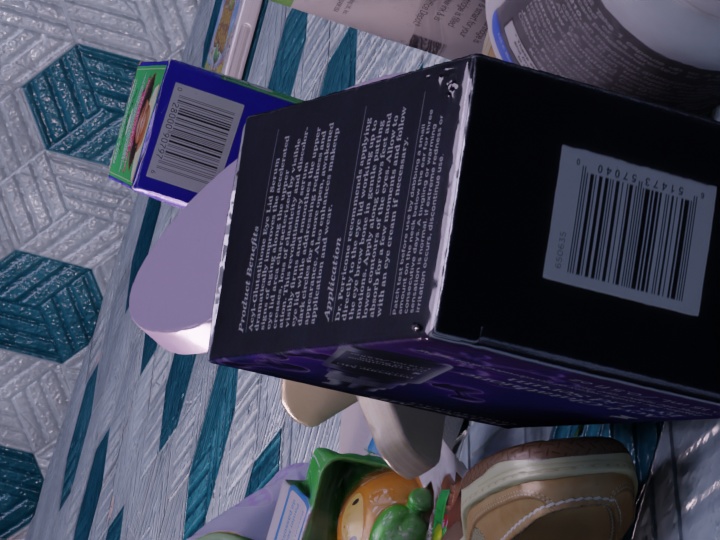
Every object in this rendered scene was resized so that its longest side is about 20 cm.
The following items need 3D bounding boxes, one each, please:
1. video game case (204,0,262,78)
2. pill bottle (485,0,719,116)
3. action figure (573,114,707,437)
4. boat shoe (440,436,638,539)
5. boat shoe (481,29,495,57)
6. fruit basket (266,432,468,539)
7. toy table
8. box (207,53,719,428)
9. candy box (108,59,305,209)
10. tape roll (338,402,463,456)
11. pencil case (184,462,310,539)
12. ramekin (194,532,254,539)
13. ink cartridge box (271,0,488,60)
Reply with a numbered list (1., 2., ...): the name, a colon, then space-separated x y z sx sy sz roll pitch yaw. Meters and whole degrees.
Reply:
1. video game case: -0.139 -0.213 3.035 0.200 0.022 0.183 -141 66 -80
2. pill bottle: 0.124 -0.122 1.119 0.200 0.113 0.114 144 139 -75
3. action figure: 0.109 -0.033 1.265 0.118 0.054 0.201 -133 62 -82
4. boat shoe: 0.074 0.127 1.213 0.200 0.071 0.077 102 167 -69
5. boat shoe: 0.099 -0.099 1.345 0.200 0.073 0.069 114 169 -49
6. fruit basket: 0.008 0.167 1.426 0.200 0.093 0.186 -120 45 -72
7. toy table: 0.000 0.000 1.416 0.199 0.117 0.184 -23 37 41
8. box: 0.050 -0.005 1.126 0.200 0.147 0.105 -11 68 64
9. candy box: -0.044 -0.054 1.600 0.200 0.168 0.077 -168 96 -80
10. tape roll: 0.032 0.036 1.639 0.203 0.037 0.204 -166 90 -81
11. pencil case: -0.082 0.182 1.594 0.200 0.083 0.091 -30 -19 -35
12. ramekin: -0.033 0.222 1.313 0.200 0.097 0.201 -32 53 55
13. ink cartridge box: 0.041 -0.174 1.419 0.146 0.199 0.084 126 159 -64
